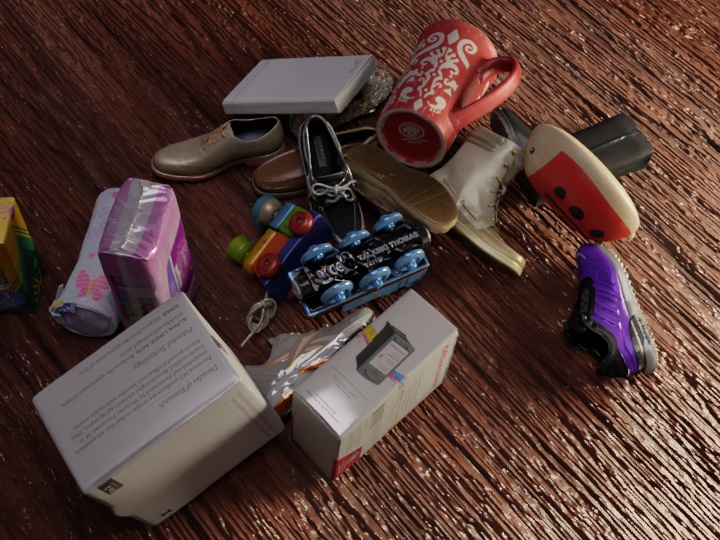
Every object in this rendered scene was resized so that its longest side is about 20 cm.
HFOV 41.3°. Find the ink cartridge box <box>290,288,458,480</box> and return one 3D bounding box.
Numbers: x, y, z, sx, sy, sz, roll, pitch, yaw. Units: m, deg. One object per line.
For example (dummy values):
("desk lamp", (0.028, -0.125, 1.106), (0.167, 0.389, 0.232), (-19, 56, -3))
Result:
("ink cartridge box", (0.014, 0.139, 1.146), (0.086, 0.148, 0.200), (41, 63, 19))

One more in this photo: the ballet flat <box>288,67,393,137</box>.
("ballet flat", (-0.024, -0.264, 1.449), (0.200, 0.064, 0.076), (-37, 65, -24))

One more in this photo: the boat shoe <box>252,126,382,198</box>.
("boat shoe", (-0.064, -0.165, 1.381), (0.199, 0.068, 0.072), (-19, 61, -15))

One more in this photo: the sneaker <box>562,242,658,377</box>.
("sneaker", (0.310, 0.052, 1.265), (0.099, 0.070, 0.201), (-13, 59, -9))

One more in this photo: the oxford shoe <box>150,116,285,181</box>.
("oxford shoe", (-0.208, -0.185, 1.381), (0.198, 0.074, 0.071), (-16, 60, -13))

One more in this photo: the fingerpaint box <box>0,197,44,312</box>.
("fingerpaint box", (-0.521, -0.017, 1.201), (0.198, 0.167, 0.074), (1, 57, -4))

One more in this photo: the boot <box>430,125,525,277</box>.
("boot", (0.187, -0.100, 1.329), (0.155, 0.072, 0.200), (-45, 65, -5))

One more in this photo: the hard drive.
("hard drive", (-0.091, -0.275, 1.415), (0.199, 0.027, 0.132), (5, 42, 29))

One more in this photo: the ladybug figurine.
("ladybug figurine", (0.294, -0.110, 1.296), (0.072, 0.136, 0.200), (-44, 87, -3))

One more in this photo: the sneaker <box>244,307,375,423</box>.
("sneaker", (-0.068, 0.099, 1.213), (0.200, 0.076, 0.092), (-38, 63, -25))

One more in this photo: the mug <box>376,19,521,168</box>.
("mug", (0.121, -0.261, 1.381), (0.133, 0.177, 0.201), (43, 52, -17))

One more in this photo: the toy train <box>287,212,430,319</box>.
("toy train", (0.000, 0.000, 1.252), (0.199, 0.114, 0.087), (-24, 70, -17))

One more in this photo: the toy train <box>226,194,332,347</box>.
("toy train", (-0.138, -0.006, 1.279), (0.115, 0.085, 0.201), (30, 77, 34))

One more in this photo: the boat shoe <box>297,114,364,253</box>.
("boat shoe", (-0.038, -0.115, 1.307), (0.073, 0.068, 0.201), (-10, 89, -5))

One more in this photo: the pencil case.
("pencil case", (-0.335, -0.011, 1.259), (0.090, 0.083, 0.201), (-1, 55, 22))

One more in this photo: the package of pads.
("package of pads", (-0.262, -0.006, 1.190), (0.075, 0.201, 0.121), (8, 54, 7))

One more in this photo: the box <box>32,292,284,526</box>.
("box", (-0.216, 0.161, 1.064), (0.199, 0.199, 0.131), (-36, 65, -7))

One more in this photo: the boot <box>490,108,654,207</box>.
("boot", (0.312, -0.196, 1.420), (0.199, 0.066, 0.166), (-22, 73, -10))

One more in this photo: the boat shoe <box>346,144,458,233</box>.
("boat shoe", (0.056, -0.102, 1.315), (0.071, 0.065, 0.200), (-26, 50, -31))
